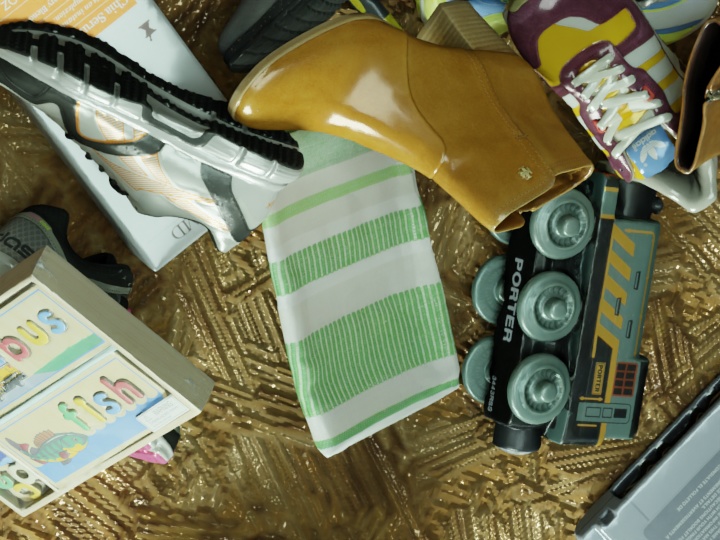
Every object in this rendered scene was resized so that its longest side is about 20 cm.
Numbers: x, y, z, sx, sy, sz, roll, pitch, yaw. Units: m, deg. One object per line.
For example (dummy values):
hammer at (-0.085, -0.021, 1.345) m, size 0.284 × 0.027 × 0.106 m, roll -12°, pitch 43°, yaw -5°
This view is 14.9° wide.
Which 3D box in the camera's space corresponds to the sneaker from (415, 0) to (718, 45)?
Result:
sneaker at (0.137, -0.182, 1.698) m, size 0.199 × 0.105 × 0.076 m, roll -6°, pitch 69°, yaw -13°

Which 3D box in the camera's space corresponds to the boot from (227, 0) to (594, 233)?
boot at (0.035, -0.080, 1.600) m, size 0.201 × 0.071 × 0.144 m, roll -20°, pitch 65°, yaw -35°

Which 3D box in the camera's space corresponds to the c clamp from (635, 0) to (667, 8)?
c clamp at (0.144, -0.230, 1.581) m, size 0.200 × 0.027 × 0.171 m, roll 42°, pitch 79°, yaw -18°

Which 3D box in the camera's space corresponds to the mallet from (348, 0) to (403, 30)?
mallet at (0.013, -0.144, 1.706) m, size 0.200 × 0.066 × 0.041 m, roll 45°, pitch 49°, yaw 1°

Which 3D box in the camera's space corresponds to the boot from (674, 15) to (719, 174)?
boot at (0.267, -0.099, 1.711) m, size 0.200 × 0.068 × 0.189 m, roll -31°, pitch 145°, yaw -41°

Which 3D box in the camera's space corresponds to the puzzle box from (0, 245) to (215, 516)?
puzzle box at (-0.194, 0.069, 1.632) m, size 0.133 × 0.200 × 0.025 m, roll 40°, pitch 47°, yaw -18°

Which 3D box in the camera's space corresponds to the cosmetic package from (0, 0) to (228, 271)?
cosmetic package at (-0.151, -0.111, 1.658) m, size 0.101 × 0.071 × 0.200 m, roll -39°, pitch 109°, yaw -5°

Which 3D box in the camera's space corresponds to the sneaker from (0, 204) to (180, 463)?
sneaker at (-0.163, 0.036, 1.679) m, size 0.200 × 0.074 × 0.088 m, roll 51°, pitch 58°, yaw -31°

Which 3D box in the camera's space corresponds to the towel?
towel at (0.000, 0.000, 1.705) m, size 0.152 × 0.023 × 0.201 m, roll -25°, pitch 109°, yaw -48°

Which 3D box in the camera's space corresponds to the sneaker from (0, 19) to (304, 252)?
sneaker at (-0.136, -0.076, 1.592) m, size 0.199 × 0.074 × 0.080 m, roll 27°, pitch 114°, yaw -8°

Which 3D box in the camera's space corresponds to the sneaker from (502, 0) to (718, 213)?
sneaker at (0.163, -0.109, 1.682) m, size 0.075 × 0.090 × 0.200 m, roll -35°, pitch 139°, yaw 21°

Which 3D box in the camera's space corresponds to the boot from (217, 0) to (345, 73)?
boot at (-0.048, -0.229, 1.657) m, size 0.132 × 0.070 × 0.200 m, roll 43°, pitch 101°, yaw 14°

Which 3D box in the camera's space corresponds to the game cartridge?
game cartridge at (0.254, 0.149, 1.840) m, size 0.200 × 0.040 × 0.133 m, roll -45°, pitch 105°, yaw -3°

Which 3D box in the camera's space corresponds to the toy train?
toy train at (0.135, 0.020, 1.762) m, size 0.113 × 0.085 × 0.201 m, roll 5°, pitch 97°, yaw -30°
